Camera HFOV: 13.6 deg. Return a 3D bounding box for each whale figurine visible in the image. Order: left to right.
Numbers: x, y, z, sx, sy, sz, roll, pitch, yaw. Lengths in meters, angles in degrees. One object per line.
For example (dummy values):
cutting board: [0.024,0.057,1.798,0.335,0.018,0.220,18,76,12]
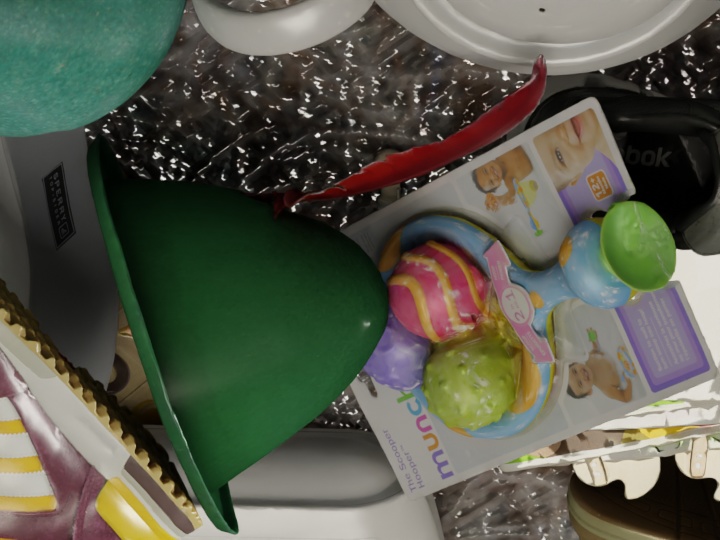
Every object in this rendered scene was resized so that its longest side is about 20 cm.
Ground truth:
whale figurine: [-0.137,-0.093,1.073,0.159,0.200,0.104,-7,99,20]

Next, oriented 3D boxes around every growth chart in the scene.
growth chart: [0.100,0.026,1.257,0.199,0.018,0.145,4,109,-1]

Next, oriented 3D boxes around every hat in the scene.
hat: [0.000,0.000,1.178,0.176,0.200,0.166,-20,108,1]

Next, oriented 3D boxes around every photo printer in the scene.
photo printer: [-0.061,0.145,1.325,0.199,0.070,0.167,0,123,1]

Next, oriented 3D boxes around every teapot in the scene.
teapot: [0.066,-0.144,1.087,0.197,0.146,0.200,23,123,-12]

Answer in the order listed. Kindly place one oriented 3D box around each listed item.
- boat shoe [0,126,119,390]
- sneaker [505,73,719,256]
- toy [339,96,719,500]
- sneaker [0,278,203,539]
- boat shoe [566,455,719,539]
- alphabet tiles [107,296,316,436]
boat shoe: [-0.143,-0.015,1.235,0.056,0.069,0.201,16,125,29]
sneaker: [0.157,-0.034,1.183,0.199,0.091,0.067,7,104,-1]
toy: [0.042,0.021,1.182,0.200,0.047,0.115,-27,86,47]
sneaker: [-0.149,0.054,1.114,0.090,0.075,0.200,-42,111,1]
boat shoe: [0.179,0.135,1.313,0.199,0.073,0.063,17,120,-9]
alphabet tiles: [-0.124,0.072,1.325,0.200,0.006,0.166,40,116,-22]
